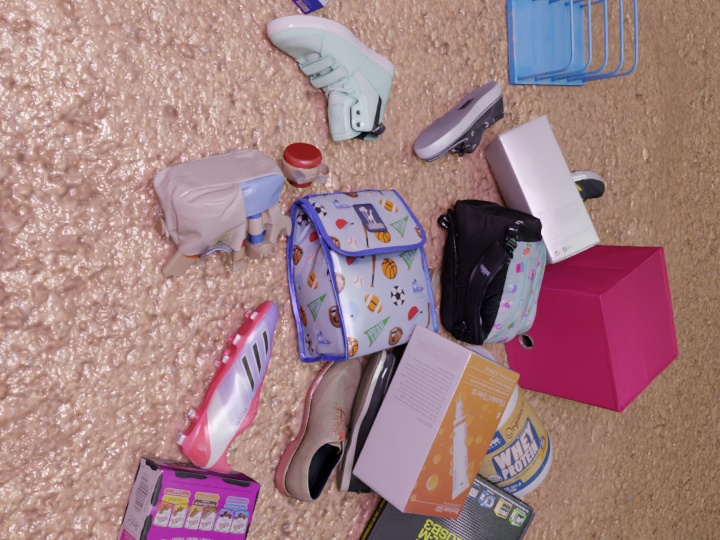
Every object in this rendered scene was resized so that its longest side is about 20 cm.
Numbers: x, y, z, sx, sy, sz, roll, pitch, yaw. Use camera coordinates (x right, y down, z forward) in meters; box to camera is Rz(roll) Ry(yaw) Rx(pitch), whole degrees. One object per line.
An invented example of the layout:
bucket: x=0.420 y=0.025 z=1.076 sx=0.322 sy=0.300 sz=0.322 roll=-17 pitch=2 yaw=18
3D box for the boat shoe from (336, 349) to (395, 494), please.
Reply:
boat shoe: x=0.019 y=0.199 z=0.955 sx=0.066 sy=0.072 sz=0.204 roll=12 pitch=101 yaw=-7

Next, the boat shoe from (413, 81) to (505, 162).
boat shoe: x=0.153 y=-0.205 z=1.067 sx=0.200 sy=0.069 sz=0.067 roll=-46 pitch=118 yaw=-36

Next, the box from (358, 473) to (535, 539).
box: x=0.115 y=0.368 z=1.007 sx=0.198 sy=0.047 sz=0.195 roll=32 pitch=84 yaw=-6

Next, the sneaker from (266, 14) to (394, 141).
sneaker: x=-0.035 y=-0.229 z=0.895 sx=0.198 sy=0.073 sz=0.121 roll=15 pitch=77 yaw=-42

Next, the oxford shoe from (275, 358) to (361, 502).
oxford shoe: x=-0.036 y=0.201 z=0.929 sx=0.070 sy=0.074 sz=0.203 roll=33 pitch=71 yaw=-35

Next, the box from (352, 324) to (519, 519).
box: x=0.096 y=0.191 z=0.906 sx=0.123 sy=0.097 sz=0.203 roll=25 pitch=89 yaw=-45

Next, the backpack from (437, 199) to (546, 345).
backpack: x=0.192 y=0.010 z=1.055 sx=0.124 sy=0.166 sz=0.205 roll=-3 pitch=107 yaw=-28

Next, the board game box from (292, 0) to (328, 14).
board game box: x=-0.090 y=-0.432 z=0.857 sx=0.199 sy=0.044 sz=0.136 roll=40 pitch=69 yaw=-34

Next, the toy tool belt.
toy tool belt: x=-0.134 y=-0.067 z=0.820 sx=0.197 sy=0.125 sz=0.125 roll=-20 pitch=137 yaw=-33

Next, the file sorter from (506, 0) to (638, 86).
file sorter: x=0.347 y=-0.380 z=1.174 sx=0.197 sy=0.121 sz=0.142 roll=-11 pitch=101 yaw=-39

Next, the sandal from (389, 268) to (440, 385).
sandal: x=0.086 y=0.098 z=1.017 sx=0.053 sy=0.080 sz=0.204 roll=21 pitch=75 yaw=-14

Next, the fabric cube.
fabric cube: x=0.369 y=0.082 z=1.177 sx=0.198 sy=0.197 sz=0.200 roll=-27 pitch=111 yaw=-34

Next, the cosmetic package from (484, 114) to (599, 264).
cosmetic package: x=0.268 y=-0.115 z=1.088 sx=0.083 sy=0.108 sz=0.204 roll=-22 pitch=89 yaw=-3

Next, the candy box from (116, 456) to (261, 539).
candy box: x=-0.205 y=0.323 z=0.808 sx=0.135 sy=0.060 sz=0.204 roll=22 pitch=79 yaw=-39

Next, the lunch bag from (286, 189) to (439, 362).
lunch bag: x=0.000 y=0.000 z=0.918 sx=0.168 sy=0.123 sz=0.205 roll=-9 pitch=89 yaw=-40

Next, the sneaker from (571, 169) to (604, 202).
sneaker: x=0.334 y=-0.115 z=1.208 sx=0.196 sy=0.074 sz=0.087 roll=-7 pitch=81 yaw=-30

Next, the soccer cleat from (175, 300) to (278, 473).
soccer cleat: x=-0.139 y=0.134 z=0.840 sx=0.076 sy=0.067 sz=0.203 roll=32 pitch=78 yaw=-17

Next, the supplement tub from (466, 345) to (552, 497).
supplement tub: x=0.185 y=0.225 z=1.070 sx=0.145 sy=0.143 sz=0.201 roll=-50 pitch=121 yaw=-25
